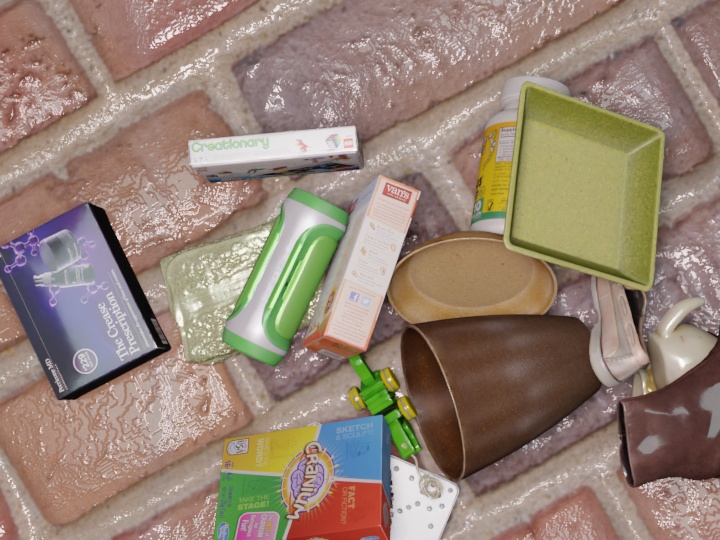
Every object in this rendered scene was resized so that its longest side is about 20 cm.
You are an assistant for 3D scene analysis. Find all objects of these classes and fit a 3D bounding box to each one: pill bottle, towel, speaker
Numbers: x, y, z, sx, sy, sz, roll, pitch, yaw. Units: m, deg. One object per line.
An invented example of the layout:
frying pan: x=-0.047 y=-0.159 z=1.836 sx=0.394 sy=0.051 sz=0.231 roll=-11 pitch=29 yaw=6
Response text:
pill bottle: x=0.197 y=-0.123 z=1.598 sx=0.112 sy=0.113 sz=0.201 roll=8 pitch=77 yaw=4
towel: x=-0.139 y=0.023 z=1.650 sx=0.199 sy=0.036 sz=0.149 roll=-19 pitch=85 yaw=2
speaker: x=-0.089 y=0.008 z=1.587 sx=0.088 sy=0.088 sz=0.201 roll=25 pitch=88 yaw=5

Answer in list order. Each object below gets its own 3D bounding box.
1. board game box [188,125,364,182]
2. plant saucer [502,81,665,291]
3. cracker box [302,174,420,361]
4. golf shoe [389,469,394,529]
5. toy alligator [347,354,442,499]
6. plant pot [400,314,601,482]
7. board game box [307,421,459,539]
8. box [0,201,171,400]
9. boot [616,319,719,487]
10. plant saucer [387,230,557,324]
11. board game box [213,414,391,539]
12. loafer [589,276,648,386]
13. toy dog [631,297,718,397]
board game box: x=-0.098 y=-0.139 z=1.616 sx=0.199 sy=0.126 sz=0.035 roll=-5 pitch=85 yaw=3
plant saucer: x=0.245 y=-0.089 z=1.520 sx=0.199 sy=0.048 sz=0.201 roll=16 pitch=71 yaw=-22
cracker box: x=0.000 y=0.000 z=1.576 sx=0.057 sy=0.134 sz=0.201 roll=21 pitch=78 yaw=-9
golf shoe: x=-0.012 y=0.307 z=1.550 sx=0.092 sy=0.073 sz=0.201 roll=12 pitch=65 yaw=-3
toy alligator: x=0.043 y=0.184 z=1.614 sx=0.059 sy=0.054 sz=0.201 roll=-32 pitch=83 yaw=9
plant pot: x=0.172 y=0.125 z=1.565 sx=0.199 sy=0.187 sz=0.188 roll=-17 pitch=84 yaw=-14
board game box: x=-0.008 y=0.313 z=1.622 sx=0.199 sy=0.026 sz=0.201 roll=23 pitch=87 yaw=5
box: x=-0.343 y=0.039 z=1.641 sx=0.141 sy=0.079 sz=0.201 roll=-28 pitch=84 yaw=3
boot: x=0.358 y=0.131 z=1.443 sx=0.165 sy=0.072 sz=0.201 roll=-5 pitch=97 yaw=-14
plant saucer: x=0.130 y=0.010 z=1.574 sx=0.199 sy=0.201 sz=0.036 roll=0 pitch=54 yaw=3
board game box: x=-0.065 y=0.252 z=1.545 sx=0.199 sy=0.040 sz=0.154 roll=-11 pitch=46 yaw=12
loafer: x=0.308 y=0.049 z=1.548 sx=0.063 sy=0.201 sz=0.072 roll=-26 pitch=122 yaw=32
toy dog: x=0.430 y=0.125 z=1.563 sx=0.199 sy=0.140 sz=0.195 roll=-2 pitch=93 yaw=-9
